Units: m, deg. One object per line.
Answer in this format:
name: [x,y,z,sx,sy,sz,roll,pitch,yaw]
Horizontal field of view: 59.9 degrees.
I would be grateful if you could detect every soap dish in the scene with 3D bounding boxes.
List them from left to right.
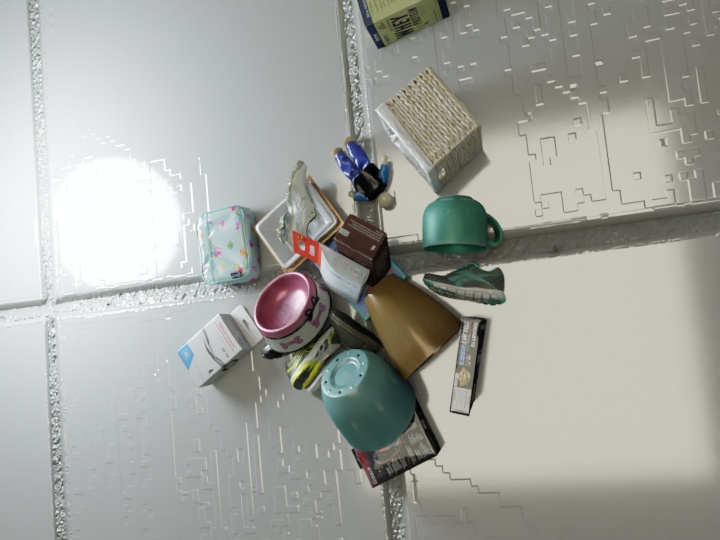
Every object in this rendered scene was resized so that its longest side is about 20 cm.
soap dish: [-0.151,-0.111,1.571,0.199,0.081,0.158,-40,77,10]

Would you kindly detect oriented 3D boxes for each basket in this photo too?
basket: [0.162,-0.321,1.439,0.160,0.198,0.201,-40,77,5]

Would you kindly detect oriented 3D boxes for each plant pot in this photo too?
plant pot: [0.004,0.276,1.410,0.197,0.162,0.203,-24,37,19]
plant pot: [0.105,0.112,1.425,0.186,0.186,0.201,-43,79,9]

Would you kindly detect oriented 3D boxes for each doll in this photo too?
doll: [0.015,-0.239,1.549,0.136,0.048,0.201,-39,77,11]

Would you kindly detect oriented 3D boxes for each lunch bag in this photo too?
lunch bag: [-0.348,-0.059,1.626,0.157,0.077,0.205,-9,84,15]

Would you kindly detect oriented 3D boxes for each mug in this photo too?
mug: [0.226,-0.105,1.441,0.150,0.183,0.117,-6,82,39]

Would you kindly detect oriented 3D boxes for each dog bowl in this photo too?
dog bowl: [-0.171,0.092,1.507,0.197,0.074,0.203,-19,48,22]

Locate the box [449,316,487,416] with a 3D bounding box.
box: [0.239,0.203,1.379,0.049,0.200,0.203,9,88,14]

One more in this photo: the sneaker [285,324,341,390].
sneaker: [-0.117,0.194,1.546,0.201,0.075,0.084,-49,48,-6]

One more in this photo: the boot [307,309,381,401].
boot: [-0.062,0.212,1.500,0.181,0.073,0.200,39,101,-27]

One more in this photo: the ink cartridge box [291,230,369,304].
ink cartridge box: [-0.078,-0.005,1.438,0.197,0.160,0.048,27,73,4]

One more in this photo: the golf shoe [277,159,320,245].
golf shoe: [-0.139,-0.159,1.504,0.095,0.078,0.205,10,94,-2]

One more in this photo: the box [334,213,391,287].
box: [0.008,-0.039,1.411,0.099,0.200,0.076,29,77,14]

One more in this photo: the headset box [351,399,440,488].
headset box: [0.069,0.405,1.479,0.198,0.075,0.151,-31,79,12]

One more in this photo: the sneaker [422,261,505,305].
sneaker: [0.245,0.021,1.465,0.195,0.078,0.093,10,74,13]

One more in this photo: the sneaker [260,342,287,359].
sneaker: [-0.176,0.148,1.578,0.199,0.075,0.080,-37,60,8]

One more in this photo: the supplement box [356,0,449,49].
supplement box: [0.087,-0.691,1.512,0.196,0.134,0.204,-19,82,14]

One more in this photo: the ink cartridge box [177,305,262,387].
ink cartridge box: [-0.364,0.193,1.620,0.199,0.067,0.117,-41,76,10]

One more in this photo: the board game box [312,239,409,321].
board game box: [0.000,0.000,1.540,0.152,0.045,0.200,-46,76,8]
